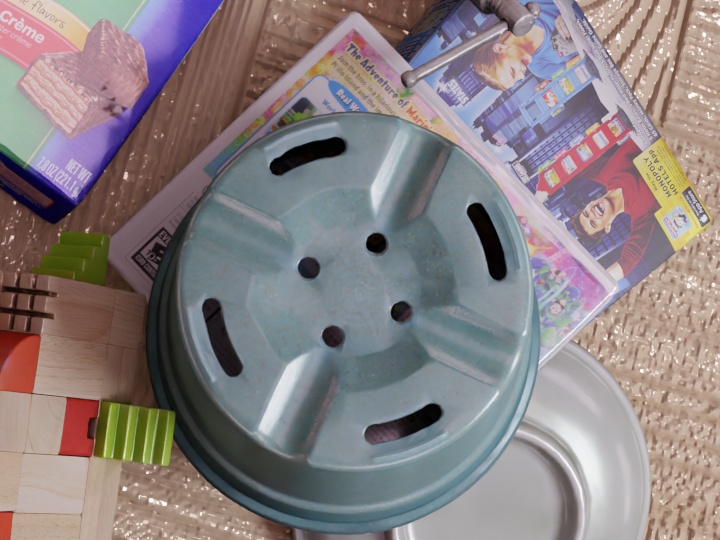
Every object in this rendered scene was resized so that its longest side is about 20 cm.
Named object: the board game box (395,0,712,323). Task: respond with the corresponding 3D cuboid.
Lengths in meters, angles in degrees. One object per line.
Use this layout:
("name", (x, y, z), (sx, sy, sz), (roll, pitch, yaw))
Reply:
("board game box", (0.060, -0.051, 1.084), (0.200, 0.062, 0.200), (-36, 100, -17))

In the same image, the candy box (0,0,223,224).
("candy box", (-0.161, -0.155, 1.006), (0.169, 0.077, 0.200), (36, 74, -13))

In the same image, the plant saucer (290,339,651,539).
("plant saucer", (0.063, 0.126, 1.045), (0.199, 0.050, 0.201), (-2, 103, -9))

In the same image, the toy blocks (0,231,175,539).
("toy blocks", (-0.160, 0.075, 0.843), (0.137, 0.099, 0.201), (14, 82, -62))

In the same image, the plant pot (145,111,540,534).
("plant pot", (-0.005, 0.019, 0.893), (0.199, 0.196, 0.201), (0, 82, -2))

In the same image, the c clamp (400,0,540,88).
("c clamp", (0.053, -0.198, 1.059), (0.170, 0.027, 0.200), (-22, 55, -16))

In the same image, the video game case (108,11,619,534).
("video game case", (0.000, 0.000, 1.006), (0.182, 0.024, 0.200), (-43, 86, -6))
